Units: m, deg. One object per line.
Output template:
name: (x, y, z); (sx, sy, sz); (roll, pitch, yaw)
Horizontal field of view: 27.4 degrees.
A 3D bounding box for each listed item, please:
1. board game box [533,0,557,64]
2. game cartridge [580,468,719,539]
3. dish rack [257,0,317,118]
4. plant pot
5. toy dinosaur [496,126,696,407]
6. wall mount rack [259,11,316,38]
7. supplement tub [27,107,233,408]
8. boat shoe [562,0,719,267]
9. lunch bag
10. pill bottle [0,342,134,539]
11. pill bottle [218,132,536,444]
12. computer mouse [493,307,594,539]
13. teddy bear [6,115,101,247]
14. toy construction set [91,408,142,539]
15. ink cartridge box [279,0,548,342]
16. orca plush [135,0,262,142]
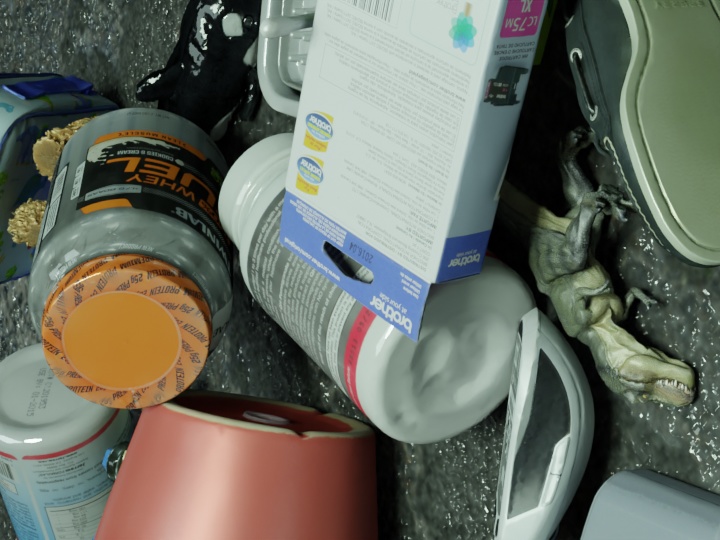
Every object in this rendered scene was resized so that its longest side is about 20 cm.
board game box: (0.062, -0.211, 0.715); (0.102, 0.048, 0.200); (31, 117, 39)
game cartridge: (0.151, 0.203, 0.704); (0.133, 0.041, 0.200); (17, 107, 57)
dish rack: (0.010, -0.165, 0.864); (0.200, 0.044, 0.172); (24, 114, 52)
plant pot: (-0.074, 0.172, 0.905); (0.200, 0.200, 0.177); (10, 91, 54)
toy dinosaur: (0.107, -0.021, 0.740); (0.200, 0.047, 0.088); (59, 144, 38)
wall mount rack: (-0.020, -0.196, 0.776); (0.174, 0.075, 0.200); (-122, 42, -64)
supplement tub: (-0.140, -0.010, 0.920); (0.200, 0.122, 0.123); (-99, 24, -58)
boat shoe: (0.130, -0.084, 0.672); (0.066, 0.074, 0.199); (125, 135, -59)
lunch bag: (-0.269, -0.075, 1.131); (0.082, 0.200, 0.161); (28, 106, 10)
pill bottle: (-0.218, 0.159, 1.124); (0.109, 0.109, 0.200); (46, 152, 43)
pill bottle: (0.000, 0.000, 0.834); (0.200, 0.111, 0.111); (42, 126, 45)
computer mouse: (0.092, 0.120, 0.754); (0.110, 0.044, 0.200); (-56, -27, -81)
teddy bear: (-0.177, -0.024, 1.073); (0.145, 0.067, 0.200); (-12, 118, 22)
toy construction set: (-0.133, 0.173, 1.045); (0.092, 0.131, 0.200); (-6, 82, 31)
ink cartridge box: (0.022, -0.080, 0.717); (0.119, 0.042, 0.200); (34, 121, 39)
orca plush: (-0.134, -0.132, 1.048); (0.200, 0.071, 0.105); (-45, 57, 47)
